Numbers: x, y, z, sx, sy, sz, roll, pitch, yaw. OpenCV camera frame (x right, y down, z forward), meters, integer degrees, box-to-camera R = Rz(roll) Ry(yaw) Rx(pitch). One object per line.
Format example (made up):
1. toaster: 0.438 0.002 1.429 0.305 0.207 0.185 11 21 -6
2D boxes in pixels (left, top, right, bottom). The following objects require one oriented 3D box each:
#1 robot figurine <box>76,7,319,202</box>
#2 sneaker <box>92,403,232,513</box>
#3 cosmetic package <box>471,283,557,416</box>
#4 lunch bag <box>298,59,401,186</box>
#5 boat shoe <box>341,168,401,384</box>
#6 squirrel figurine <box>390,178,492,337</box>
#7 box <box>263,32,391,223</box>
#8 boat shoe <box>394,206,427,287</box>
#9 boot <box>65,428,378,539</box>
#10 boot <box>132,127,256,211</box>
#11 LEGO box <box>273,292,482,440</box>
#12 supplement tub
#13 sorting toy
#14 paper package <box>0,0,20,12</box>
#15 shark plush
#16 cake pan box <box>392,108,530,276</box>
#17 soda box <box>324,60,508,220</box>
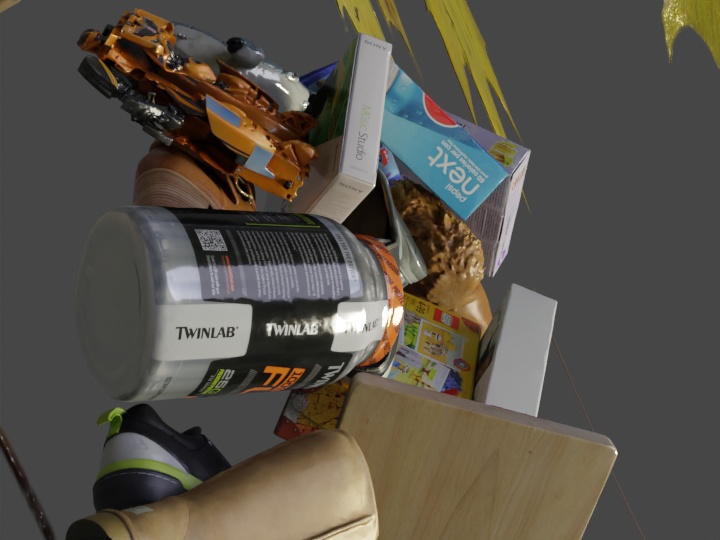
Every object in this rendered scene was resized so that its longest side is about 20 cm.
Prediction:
1. robot figurine: -0.128 -0.138 0.806 0.200 0.058 0.145 31 22 -18
2. sneaker: -0.098 0.143 0.676 0.200 0.072 0.083 45 29 -48
3. cosmetic package: 0.116 0.132 0.924 0.200 0.052 0.151 -68 178 -48
4. lunch bag: -0.052 -0.123 1.072 0.151 0.094 0.200 67 29 -13
5. boat shoe: 0.000 0.000 0.857 0.068 0.072 0.201 100 -7 -59
6. squirrel figurine: 0.070 -0.011 1.123 0.187 0.141 0.200 -100 -165 -47
7. box: -0.036 -0.091 0.884 0.036 0.200 0.145 19 59 -20
8. boat shoe: -0.005 -0.063 0.978 0.202 0.065 0.074 62 7 25
9. boot: -0.063 0.197 0.596 0.200 0.066 0.176 -6 89 -49
10. boot: -0.102 -0.028 0.831 0.200 0.077 0.155 36 26 -25
11. LEGO box: 0.023 0.097 0.922 0.149 0.077 0.200 23 27 -1
12. supplement tub: -0.076 0.021 0.678 0.199 0.122 0.123 0 66 -38
13. sorting toy: 0.060 0.180 0.771 0.070 0.198 0.201 -97 -156 -70
14. paper package: -0.266 -0.246 0.592 0.191 0.103 0.200 54 25 -32
15. shark plush: -0.092 -0.189 0.966 0.199 0.091 0.083 -1 38 -37
16. cake pan box: 0.097 -0.098 1.198 0.052 0.184 0.200 -49 157 -30
17. soda box: 0.056 -0.146 1.046 0.200 0.068 0.064 42 9 -11
